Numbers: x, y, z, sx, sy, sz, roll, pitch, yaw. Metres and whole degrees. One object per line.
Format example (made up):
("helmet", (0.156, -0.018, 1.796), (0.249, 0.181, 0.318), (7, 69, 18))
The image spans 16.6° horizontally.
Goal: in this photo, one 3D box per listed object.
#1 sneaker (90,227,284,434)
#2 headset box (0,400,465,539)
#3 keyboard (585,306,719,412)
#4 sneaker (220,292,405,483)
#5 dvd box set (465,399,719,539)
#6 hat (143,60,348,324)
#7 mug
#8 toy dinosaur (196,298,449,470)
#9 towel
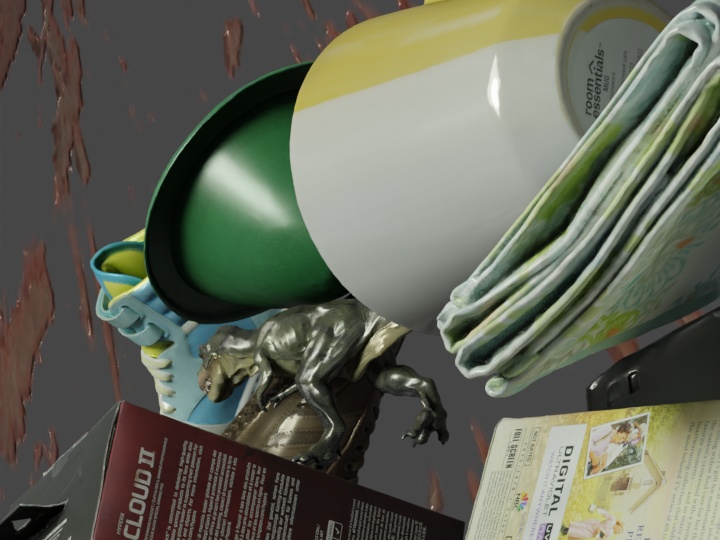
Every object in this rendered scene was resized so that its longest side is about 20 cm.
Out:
("sneaker", (-0.114, 0.049, 1.451), (0.200, 0.130, 0.080), (-64, 22, 19))
("headset box", (-0.075, 0.142, 1.160), (0.149, 0.200, 0.077), (-41, 34, 52))
("keyboard", (0.122, 0.113, 0.940), (0.104, 0.040, 0.200), (-29, 39, 28))
("sneaker", (-0.027, 0.093, 1.294), (0.200, 0.076, 0.070), (-49, 10, -4))
("dvd box set", (0.105, 0.117, 0.878), (0.200, 0.029, 0.147), (-11, 57, 51))
("hat", (0.000, 0.000, 1.280), (0.166, 0.200, 0.176), (-36, 56, -15))
("mug", (0.062, -0.074, 1.066), (0.149, 0.187, 0.153), (-36, 9, -34))
("toy dinosaur", (-0.001, 0.048, 1.208), (0.200, 0.047, 0.088), (-19, 70, 24))
("towel", (0.127, -0.040, 0.877), (0.200, 0.048, 0.171), (-25, -22, -51))
